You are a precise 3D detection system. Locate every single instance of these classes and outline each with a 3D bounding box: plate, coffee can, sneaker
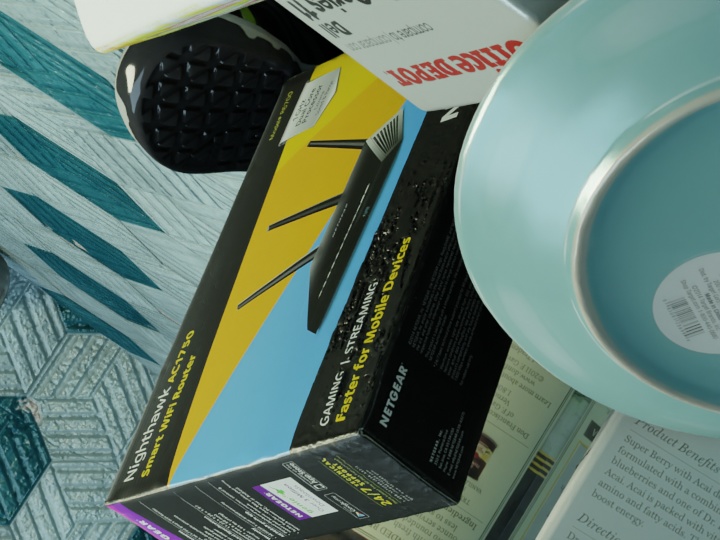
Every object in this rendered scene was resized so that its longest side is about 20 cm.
[{"bbox_3d":[0.125,-0.011,0.591,0.198,0.026,0.201,1,136,1],"label":"plate"},{"bbox_3d":[0.064,0.076,1.041,0.146,0.201,0.146,32,170,7],"label":"coffee can"},{"bbox_3d":[-0.059,-0.090,0.919,0.083,0.072,0.200,56,-166,17],"label":"sneaker"}]

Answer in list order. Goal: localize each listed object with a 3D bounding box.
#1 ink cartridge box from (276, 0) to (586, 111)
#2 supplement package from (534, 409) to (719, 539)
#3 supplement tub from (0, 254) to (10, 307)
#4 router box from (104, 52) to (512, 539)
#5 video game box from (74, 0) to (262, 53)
[{"bbox_3d":[-0.011,-0.137,0.617,0.199,0.083,0.146,35,170,-15],"label":"ink cartridge box"},{"bbox_3d":[0.146,0.063,0.729,0.121,0.201,0.120,32,170,9],"label":"supplement package"},{"bbox_3d":[-0.536,-0.014,2.676,0.122,0.123,0.200,25,168,36],"label":"supplement tub"},{"bbox_3d":[0.000,0.000,0.772,0.051,0.201,0.149,38,145,-25],"label":"router box"},{"bbox_3d":[0.045,-0.096,0.398,0.047,0.181,0.200,68,162,-7],"label":"video game box"}]
